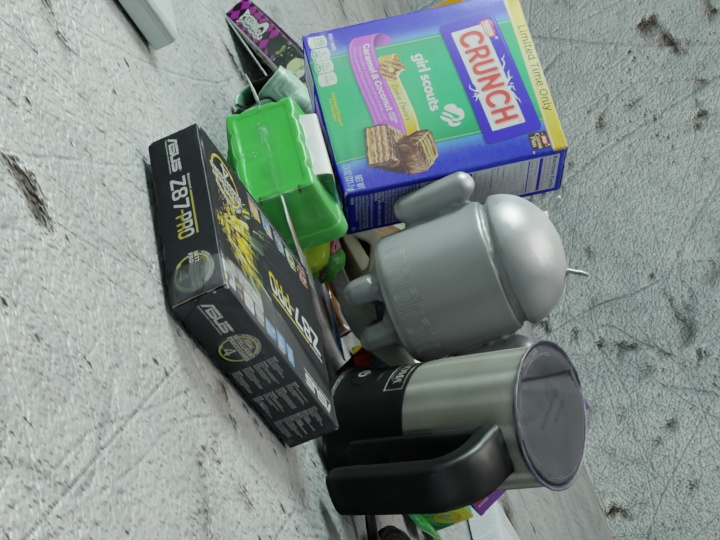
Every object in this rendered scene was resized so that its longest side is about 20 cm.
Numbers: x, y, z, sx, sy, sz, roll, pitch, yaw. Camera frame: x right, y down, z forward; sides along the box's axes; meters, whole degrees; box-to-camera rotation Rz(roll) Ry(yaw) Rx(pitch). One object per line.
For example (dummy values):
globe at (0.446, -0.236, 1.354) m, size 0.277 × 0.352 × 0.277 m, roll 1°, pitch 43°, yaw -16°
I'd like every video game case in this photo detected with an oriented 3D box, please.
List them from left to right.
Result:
video game case at (-0.048, -0.178, 1.683) m, size 0.181 × 0.036 × 0.200 m, roll 48°, pitch -3°, yaw 36°

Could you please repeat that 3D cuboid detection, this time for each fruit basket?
fruit basket at (-0.049, -0.048, 1.382) m, size 0.200 × 0.093 × 0.186 m, roll 60°, pitch 11°, yaw -50°

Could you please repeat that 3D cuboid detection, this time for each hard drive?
hard drive at (-0.210, -0.287, 1.260) m, size 0.200 × 0.026 × 0.133 m, roll 55°, pitch 15°, yaw -48°

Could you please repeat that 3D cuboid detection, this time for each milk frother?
milk frother at (0.083, 0.177, 1.274) m, size 0.201 × 0.187 × 0.181 m, roll 58°, pitch 41°, yaw -28°

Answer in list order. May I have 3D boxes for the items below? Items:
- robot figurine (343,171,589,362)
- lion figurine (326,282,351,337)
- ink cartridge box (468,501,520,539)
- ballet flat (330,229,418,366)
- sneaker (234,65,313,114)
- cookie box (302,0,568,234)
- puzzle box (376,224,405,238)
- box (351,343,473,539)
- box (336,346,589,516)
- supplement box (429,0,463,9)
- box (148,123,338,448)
robot figurine at (0.088, 0.006, 1.332) m, size 0.113 × 0.199 × 0.171 m, roll -49°, pitch 117°, yaw -78°
lion figurine at (0.000, 0.000, 1.598) m, size 0.123 × 0.072 × 0.200 m, roll 62°, pitch 12°, yaw 11°
ink cartridge box at (0.180, 0.353, 1.829) m, size 0.201 × 0.043 × 0.197 m, roll -98°, pitch 162°, yaw -53°
ballet flat at (0.011, 0.012, 1.443) m, size 0.070 × 0.069 × 0.200 m, roll 57°, pitch 1°, yaw -43°
sneaker at (-0.033, -0.135, 1.468) m, size 0.118 × 0.199 × 0.074 m, roll 53°, pitch 52°, yaw -37°
cookie box at (0.064, -0.141, 1.394) m, size 0.075 × 0.198 × 0.172 m, roll 90°, pitch -14°, yaw -64°
puzzle box at (0.027, -0.050, 1.625) m, size 0.199 × 0.026 × 0.133 m, roll 27°, pitch 11°, yaw -32°
box at (0.055, 0.172, 1.562) m, size 0.117 × 0.048 × 0.201 m, roll 47°, pitch 23°, yaw -61°
box at (0.088, 0.106, 1.416) m, size 0.200 × 0.137 × 0.039 m, roll 40°, pitch -9°, yaw 40°
supplement box at (0.122, -0.316, 2.605) m, size 0.200 × 0.196 × 0.134 m, roll 43°, pitch 25°, yaw -65°
box at (-0.086, 0.013, 1.166) m, size 0.200 × 0.049 × 0.162 m, roll 57°, pitch 17°, yaw -47°
